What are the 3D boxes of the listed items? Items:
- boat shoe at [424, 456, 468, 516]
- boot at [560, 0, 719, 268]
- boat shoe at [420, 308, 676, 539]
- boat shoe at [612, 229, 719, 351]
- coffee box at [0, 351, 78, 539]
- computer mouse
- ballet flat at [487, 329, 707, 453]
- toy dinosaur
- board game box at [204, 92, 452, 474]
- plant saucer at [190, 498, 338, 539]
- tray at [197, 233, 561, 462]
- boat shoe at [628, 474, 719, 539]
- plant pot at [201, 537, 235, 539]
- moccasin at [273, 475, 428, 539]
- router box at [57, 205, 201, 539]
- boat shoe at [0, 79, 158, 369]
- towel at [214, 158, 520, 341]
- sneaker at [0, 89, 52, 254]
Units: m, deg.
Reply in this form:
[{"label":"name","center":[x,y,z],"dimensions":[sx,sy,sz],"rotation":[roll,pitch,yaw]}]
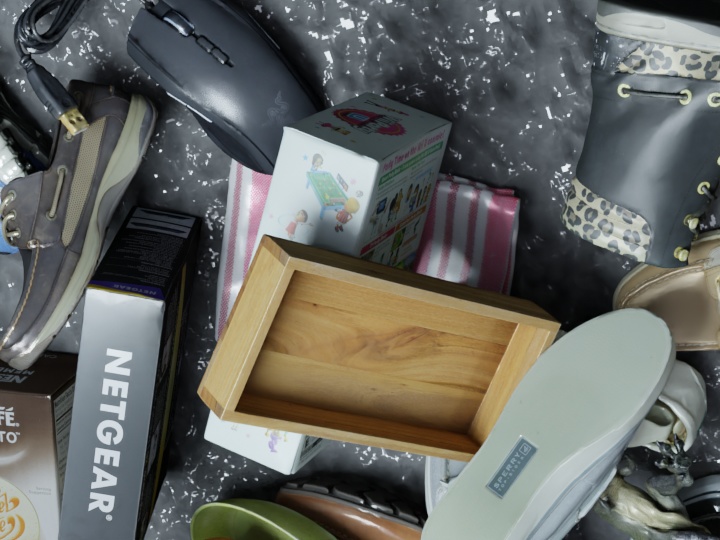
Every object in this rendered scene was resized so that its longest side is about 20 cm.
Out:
[{"label":"boat shoe","center":[0.090,0.179,1.113],"dimensions":[0.074,0.065,0.203],"rotation":[-2,67,-13]},{"label":"boot","center":[0.223,-0.072,1.036],"dimensions":[0.203,0.073,0.154],"rotation":[18,115,14]},{"label":"boat shoe","center":[0.116,0.110,1.032],"dimensions":[0.201,0.072,0.070],"rotation":[-50,57,-1]},{"label":"boat shoe","center":[0.246,0.013,1.055],"dimensions":[0.199,0.069,0.074],"rotation":[-14,104,22]},{"label":"coffee box","center":[-0.250,0.162,1.244],"dimensions":[0.114,0.080,0.201],"rotation":[4,109,15]},{"label":"computer mouse","center":[-0.122,-0.124,1.095],"dimensions":[0.140,0.046,0.200],"rotation":[-42,93,-12]},{"label":"ballet flat","center":[0.122,0.073,1.090],"dimensions":[0.199,0.069,0.070],"rotation":[12,111,-2]},{"label":"toy dinosaur","center":[0.196,0.155,1.072],"dimensions":[0.200,0.048,0.088],"rotation":[33,144,5]},{"label":"board game box","center":[-0.017,0.004,1.060],"dimensions":[0.064,0.148,0.201],"rotation":[21,109,14]},{"label":"plant saucer","center":[-0.033,0.225,1.182],"dimensions":[0.200,0.031,0.200],"rotation":[33,148,24]},{"label":"tray","center":[0.014,0.049,0.993],"dimensions":[0.037,0.199,0.099],"rotation":[40,111,50]},{"label":"boat shoe","center":[0.188,0.218,1.139],"dimensions":[0.072,0.071,0.200],"rotation":[40,113,1]},{"label":"plant pot","center":[-0.085,0.281,1.108],"dimensions":[0.200,0.200,0.184],"rotation":[-48,63,24]},{"label":"moccasin","center":[0.032,0.199,1.180],"dimensions":[0.201,0.074,0.078],"rotation":[24,96,-2]},{"label":"router box","center":[-0.151,0.078,1.143],"dimensions":[0.052,0.157,0.201],"rotation":[10,110,0]},{"label":"boat shoe","center":[-0.197,-0.033,1.115],"dimensions":[0.073,0.201,0.074],"rotation":[25,156,-11]},{"label":"towel","center":[0.000,0.000,1.146],"dimensions":[0.199,0.030,0.147],"rotation":[12,110,13]},{"label":"sneaker","center":[-0.281,-0.092,1.172],"dimensions":[0.089,0.079,0.200],"rotation":[-36,95,21]}]
